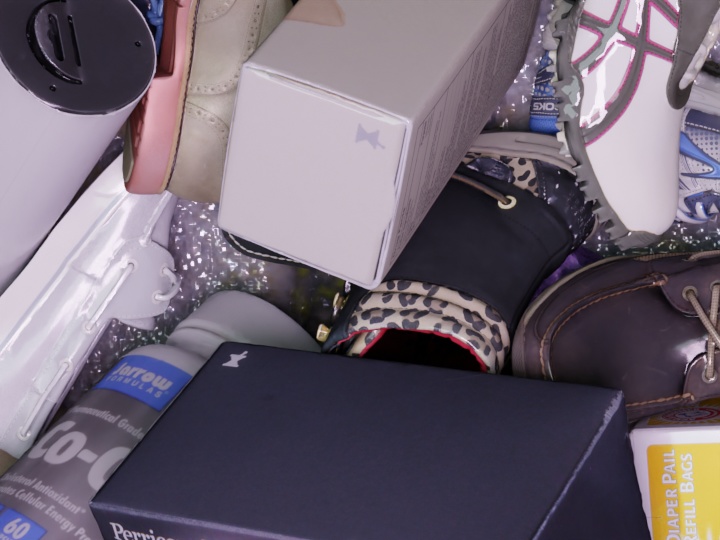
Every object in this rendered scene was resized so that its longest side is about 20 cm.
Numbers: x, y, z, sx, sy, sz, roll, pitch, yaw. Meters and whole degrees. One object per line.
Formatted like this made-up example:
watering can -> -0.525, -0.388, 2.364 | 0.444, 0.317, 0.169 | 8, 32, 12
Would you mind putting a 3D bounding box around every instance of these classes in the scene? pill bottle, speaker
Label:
pill bottle -> -0.101, 0.108, 1.055 | 0.114, 0.200, 0.114 | 31, 149, 22
speaker -> -0.169, -0.060, 1.061 | 0.081, 0.081, 0.200 | 48, 141, 4

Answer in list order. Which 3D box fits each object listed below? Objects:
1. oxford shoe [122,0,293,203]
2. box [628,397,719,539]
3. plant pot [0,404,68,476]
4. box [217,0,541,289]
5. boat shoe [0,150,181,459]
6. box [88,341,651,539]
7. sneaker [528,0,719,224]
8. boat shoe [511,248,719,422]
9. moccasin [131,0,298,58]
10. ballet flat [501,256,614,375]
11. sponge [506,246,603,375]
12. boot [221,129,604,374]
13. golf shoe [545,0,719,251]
oxford shoe -> -0.056, -0.126, 1.031 | 0.074, 0.071, 0.200 | 11, 113, -15
box -> 0.227, 0.110, 0.991 | 0.200, 0.101, 0.113 | -3, 97, 15
plant pot -> -0.218, 0.166, 1.132 | 0.200, 0.134, 0.200 | 2, 98, 15
box -> 0.016, -0.091, 0.988 | 0.078, 0.200, 0.095 | 21, 128, 11
boat shoe -> -0.128, 0.006, 1.104 | 0.069, 0.072, 0.200 | 39, 85, -1
box -> 0.017, 0.150, 0.942 | 0.200, 0.123, 0.198 | 5, 126, 31
sneaker -> 0.167, -0.054, 1.035 | 0.200, 0.077, 0.085 | 29, 111, 18
boat shoe -> 0.155, 0.019, 0.971 | 0.073, 0.200, 0.075 | -17, 90, 57
moccasin -> -0.114, -0.114, 1.096 | 0.200, 0.068, 0.081 | -17, 94, 17
ballet flat -> 0.075, 0.075, 1.055 | 0.067, 0.046, 0.200 | 43, 109, 4
sponge -> 0.153, 0.071, 1.073 | 0.200, 0.030, 0.112 | 25, 105, 10
boot -> 0.000, -0.001, 1.024 | 0.203, 0.154, 0.074 | 0, 125, 27
golf shoe -> 0.127, -0.107, 0.959 | 0.088, 0.077, 0.200 | -3, 101, 22
